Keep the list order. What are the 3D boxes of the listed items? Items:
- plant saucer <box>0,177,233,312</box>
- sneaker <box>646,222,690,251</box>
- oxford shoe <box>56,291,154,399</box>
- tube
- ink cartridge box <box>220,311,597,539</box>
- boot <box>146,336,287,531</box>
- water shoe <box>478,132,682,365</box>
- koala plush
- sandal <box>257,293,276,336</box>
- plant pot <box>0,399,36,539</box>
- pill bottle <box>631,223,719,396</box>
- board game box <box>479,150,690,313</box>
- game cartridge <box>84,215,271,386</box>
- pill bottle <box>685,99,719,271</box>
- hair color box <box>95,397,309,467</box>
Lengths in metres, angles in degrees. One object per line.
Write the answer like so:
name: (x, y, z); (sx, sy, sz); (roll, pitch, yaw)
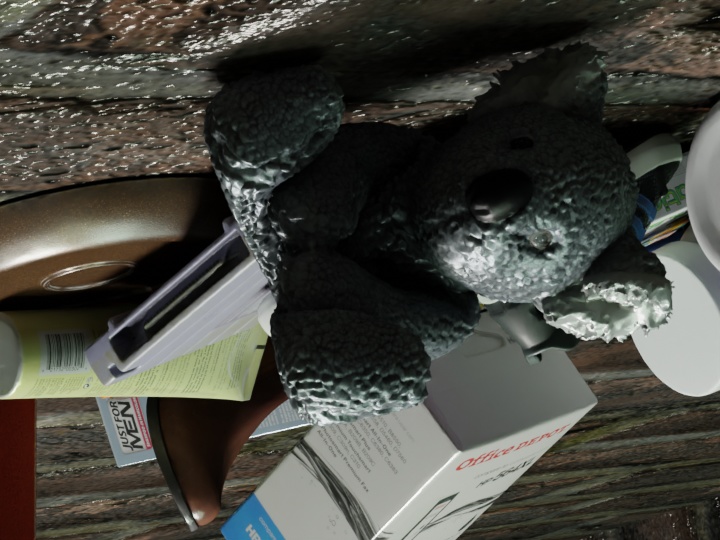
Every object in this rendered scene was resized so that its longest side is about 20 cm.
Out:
plant saucer: (-0.156, -0.010, 1.568); (0.199, 0.032, 0.200); (-12, 168, -3)
sneaker: (0.215, -0.013, 1.874); (0.078, 0.070, 0.200); (12, -166, 37)
oxford shoe: (-0.163, 0.048, 1.692); (0.199, 0.073, 0.071); (-6, -170, -26)
tube: (-0.135, 0.048, 1.651); (0.200, 0.052, 0.058); (-2, 158, -40)
ink cartridge box: (0.030, 0.119, 1.713); (0.146, 0.084, 0.200); (-16, 155, -48)
boot: (-0.032, 0.075, 1.771); (0.199, 0.189, 0.069); (-12, 126, 10)
water shoe: (0.131, -0.011, 1.588); (0.071, 0.079, 0.200); (-22, -170, 44)
koala plush: (0.046, -0.024, 1.367); (0.199, 0.178, 0.184); (-19, 170, 2)
sandal: (0.033, -0.012, 1.544); (0.202, 0.050, 0.082); (-34, 172, 24)
plant pot: (-0.306, 0.138, 1.771); (0.176, 0.201, 0.200); (2, 166, -13)
pill bottle: (0.271, 0.002, 1.742); (0.200, 0.117, 0.116); (-23, 176, -31)
board game box: (0.123, -0.015, 1.706); (0.200, 0.035, 0.126); (-23, 173, -18)
game cartridge: (-0.059, -0.004, 1.563); (0.129, 0.038, 0.200); (-27, 173, -44)
pill bottle: (0.297, -0.052, 1.606); (0.199, 0.116, 0.116); (-4, 167, -35)
hair color box: (-0.071, 0.073, 1.895); (0.199, 0.061, 0.099); (-13, -168, 16)
